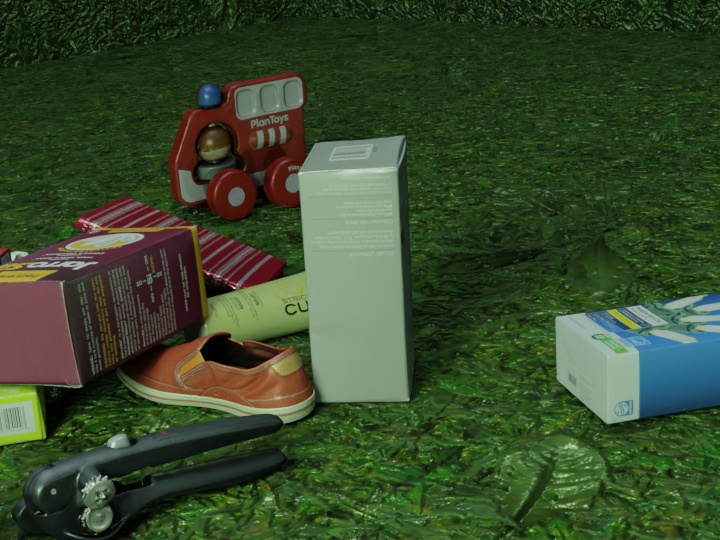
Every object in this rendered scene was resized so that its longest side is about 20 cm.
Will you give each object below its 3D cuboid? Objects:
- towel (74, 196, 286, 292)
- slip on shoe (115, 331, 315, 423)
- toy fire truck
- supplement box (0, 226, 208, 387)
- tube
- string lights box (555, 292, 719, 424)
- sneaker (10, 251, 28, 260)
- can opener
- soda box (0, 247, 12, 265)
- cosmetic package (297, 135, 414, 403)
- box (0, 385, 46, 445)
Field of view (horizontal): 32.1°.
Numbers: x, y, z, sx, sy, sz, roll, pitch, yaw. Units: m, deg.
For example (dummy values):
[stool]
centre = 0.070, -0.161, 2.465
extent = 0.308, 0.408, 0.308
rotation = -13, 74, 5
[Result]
[towel]
centre = -0.176, -0.021, 1.273
extent = 0.199, 0.023, 0.145
rotation = 22, 13, 3
[slip on shoe]
centre = -0.124, 0.078, 1.041
extent = 0.199, 0.061, 0.074
rotation = 7, 23, 35
[toy fire truck]
centre = -0.157, -0.163, 1.620
extent = 0.199, 0.169, 0.112
rotation = -15, 20, -30
[supplement box]
centre = -0.225, 0.025, 1.036
extent = 0.110, 0.086, 0.200
rotation = -1, 14, 23
[tube]
centre = -0.071, 0.032, 1.185
extent = 0.199, 0.058, 0.052
rotation = -13, 3, -32
[string lights box]
centre = 0.267, 0.064, 0.997
extent = 0.199, 0.059, 0.103
rotation = -8, 17, -13
[sneaker]
centre = -0.269, 0.028, 1.232
extent = 0.199, 0.067, 0.091
rotation = 2, 33, -8
[can opener]
centre = -0.139, 0.135, 0.863
extent = 0.199, 0.064, 0.079
rotation = -15, 20, -30
[soda box]
centre = -0.355, 0.040, 1.052
extent = 0.070, 0.064, 0.200
rotation = -3, 18, 6
[cosmetic package]
centre = 0.000, 0.000, 1.032
extent = 0.090, 0.201, 0.107
rotation = -4, 20, 7
[box]
centre = -0.331, 0.093, 1.063
extent = 0.121, 0.048, 0.200
rotation = -8, 19, -13
